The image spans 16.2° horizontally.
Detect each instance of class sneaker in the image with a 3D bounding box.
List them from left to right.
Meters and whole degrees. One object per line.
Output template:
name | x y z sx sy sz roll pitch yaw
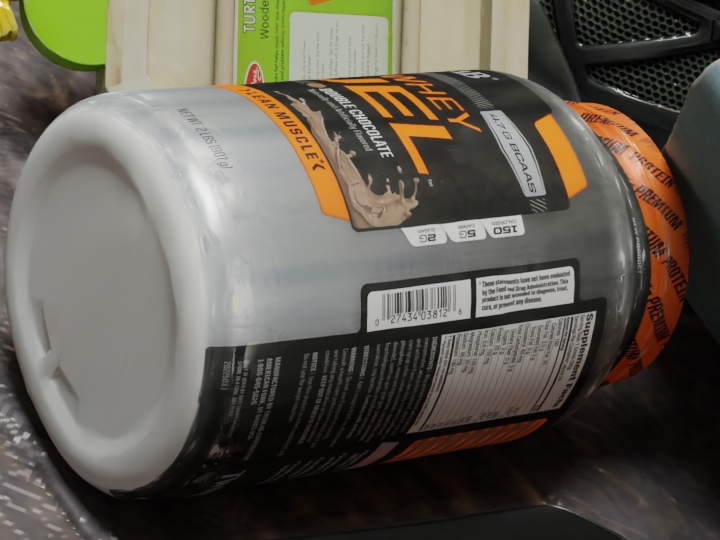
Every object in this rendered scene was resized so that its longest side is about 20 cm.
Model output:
sneaker | 0.133 -0.078 0.954 0.200 0.114 0.076 52 33 -6

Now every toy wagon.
toy wagon | -0.037 -0.093 0.897 0.199 0.156 0.040 3 -4 -14

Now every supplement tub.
supplement tub | 0.000 0.000 0.797 0.199 0.123 0.123 -7 43 -38

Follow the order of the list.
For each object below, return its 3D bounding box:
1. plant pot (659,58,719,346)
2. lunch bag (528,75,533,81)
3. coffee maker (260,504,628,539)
plant pot | 0.228 0.004 0.827 0.195 0.196 0.201 -26 79 -6
lunch bag | 0.024 -0.103 1.011 0.200 0.094 0.151 36 32 -4
coffee maker | -0.023 0.114 0.609 0.199 0.135 0.192 -1 39 -32
